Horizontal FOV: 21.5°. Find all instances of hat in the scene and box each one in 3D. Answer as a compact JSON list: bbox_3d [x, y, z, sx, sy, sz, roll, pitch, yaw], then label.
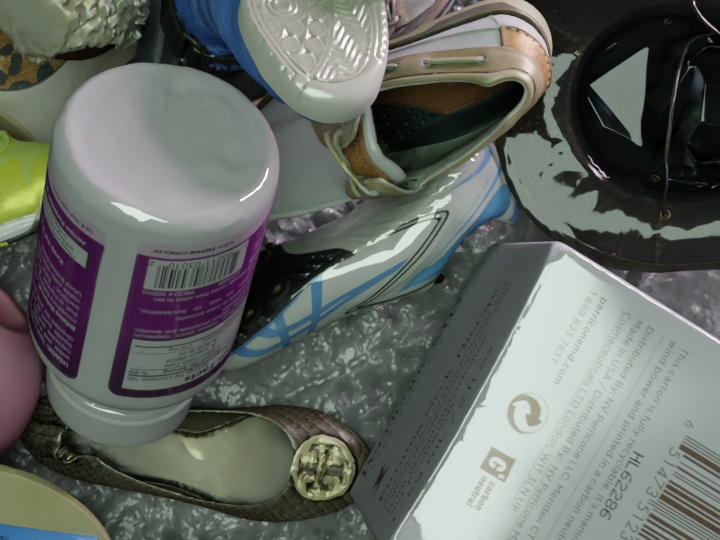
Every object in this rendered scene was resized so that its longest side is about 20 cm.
[{"bbox_3d":[0.173,-0.094,1.023,0.199,0.081,0.202,2,101,12],"label":"hat"}]

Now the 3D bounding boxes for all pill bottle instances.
[{"bbox_3d":[-0.111,0.000,0.968,0.111,0.201,0.113,8,49,-10],"label":"pill bottle"}]

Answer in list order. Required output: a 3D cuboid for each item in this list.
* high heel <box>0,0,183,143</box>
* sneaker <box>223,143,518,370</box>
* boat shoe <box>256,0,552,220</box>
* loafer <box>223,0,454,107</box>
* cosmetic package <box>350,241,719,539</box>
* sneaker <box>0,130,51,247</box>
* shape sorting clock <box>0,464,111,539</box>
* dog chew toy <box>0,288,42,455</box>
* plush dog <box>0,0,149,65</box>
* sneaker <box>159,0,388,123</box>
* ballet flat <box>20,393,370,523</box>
[{"bbox_3d":[-0.178,-0.141,1.072,0.198,0.072,0.144,-1,59,19],"label":"high heel"},{"bbox_3d":[0.000,0.000,1.043,0.199,0.072,0.073,-34,119,9],"label":"sneaker"},{"bbox_3d":[0.007,-0.075,0.987,0.199,0.069,0.075,-28,114,22],"label":"boat shoe"},{"bbox_3d":[-0.015,-0.137,1.047,0.200,0.063,0.072,-39,86,1],"label":"loafer"},{"bbox_3d":[0.110,0.097,0.956,0.166,0.200,0.168,30,88,-5],"label":"cosmetic package"},{"bbox_3d":[-0.237,-0.056,1.021,0.198,0.075,0.077,-1,115,17],"label":"sneaker"},{"bbox_3d":[-0.225,0.184,1.017,0.198,0.039,0.201,-7,126,-10],"label":"shape sorting clock"},{"bbox_3d":[-0.263,0.090,1.028,0.124,0.125,0.200,40,98,3],"label":"dog chew toy"},{"bbox_3d":[-0.196,-0.207,1.008,0.198,0.172,0.162,2,116,14],"label":"plush dog"},{"bbox_3d":[-0.047,-0.125,0.957,0.076,0.112,0.201,-16,56,-22],"label":"sneaker"},{"bbox_3d":[-0.092,0.100,1.051,0.198,0.046,0.068,10,89,3],"label":"ballet flat"}]
